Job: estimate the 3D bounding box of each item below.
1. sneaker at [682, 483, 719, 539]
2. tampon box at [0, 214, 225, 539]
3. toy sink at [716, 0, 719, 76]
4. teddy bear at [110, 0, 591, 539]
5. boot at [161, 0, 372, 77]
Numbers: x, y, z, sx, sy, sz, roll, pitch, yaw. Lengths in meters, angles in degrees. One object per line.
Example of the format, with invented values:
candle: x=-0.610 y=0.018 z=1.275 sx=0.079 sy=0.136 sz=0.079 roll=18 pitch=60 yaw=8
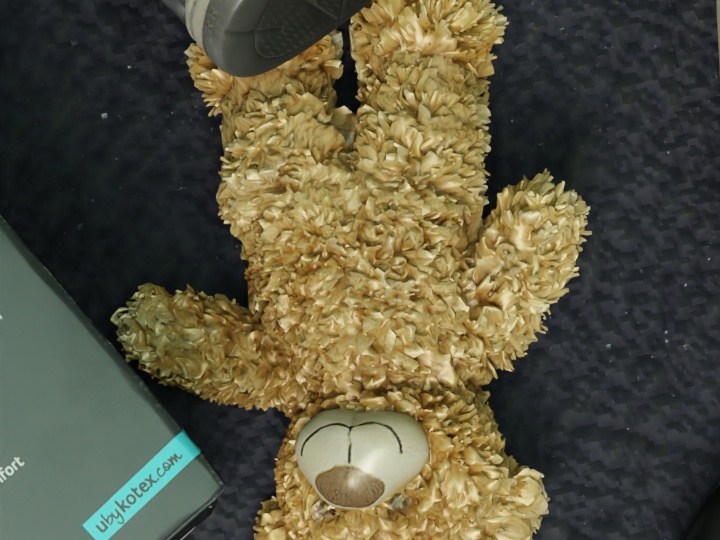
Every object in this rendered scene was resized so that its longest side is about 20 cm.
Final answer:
sneaker: x=0.112 y=0.138 z=0.886 sx=0.070 sy=0.078 sz=0.200 roll=28 pitch=78 yaw=-2
tampon box: x=-0.159 y=0.039 z=0.851 sx=0.150 sy=0.126 sz=0.200 roll=-40 pitch=87 yaw=-9
toy sink: x=0.221 y=-0.075 z=0.901 sx=0.199 sy=0.130 sz=0.112 roll=-1 pitch=82 yaw=-5
teddy bear: x=0.000 y=0.000 z=0.901 sx=0.145 sy=0.067 sz=0.201 roll=13 pitch=81 yaw=-1
boot: x=-0.027 y=-0.155 z=0.909 sx=0.150 sy=0.073 sz=0.200 roll=37 pitch=55 yaw=18
